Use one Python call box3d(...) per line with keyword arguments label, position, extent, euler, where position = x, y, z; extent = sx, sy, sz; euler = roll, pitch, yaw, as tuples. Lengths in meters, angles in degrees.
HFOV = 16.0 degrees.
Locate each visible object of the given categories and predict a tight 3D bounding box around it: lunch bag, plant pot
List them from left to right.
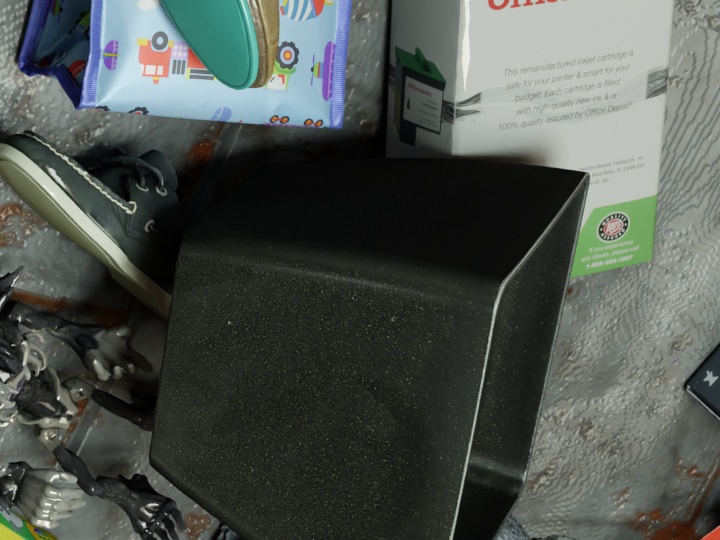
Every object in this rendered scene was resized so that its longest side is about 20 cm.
box3d(label="lunch bag", position=(-0.076, -0.183, 1.305), extent=(0.150, 0.094, 0.201), euler=(3, 106, -30))
box3d(label="plant pot", position=(-0.001, 0.046, 1.346), extent=(0.200, 0.176, 0.201), euler=(-46, 148, -63))

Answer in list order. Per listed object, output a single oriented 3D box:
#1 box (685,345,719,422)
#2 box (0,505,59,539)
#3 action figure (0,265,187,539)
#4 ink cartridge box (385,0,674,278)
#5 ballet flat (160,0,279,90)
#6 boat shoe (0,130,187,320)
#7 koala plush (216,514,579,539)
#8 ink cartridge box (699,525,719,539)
box3d(label="box", position=(0.358, 0.076, 1.699), extent=(0.200, 0.124, 0.196), euler=(-49, 129, 2))
box3d(label="box", position=(-0.257, 0.160, 1.408), extent=(0.117, 0.048, 0.200), euler=(-49, 129, 1))
box3d(label="action figure", position=(-0.162, 0.076, 1.383), extent=(0.200, 0.102, 0.119), euler=(31, 83, -40))
box3d(label="ink cartridge box", position=(0.094, -0.097, 1.447), extent=(0.145, 0.084, 0.201), euler=(-11, 117, -27))
box3d(label="ballet flat", position=(-0.085, -0.186, 1.236), extent=(0.072, 0.068, 0.201), euler=(-46, 109, -37))
box3d(label="boat shoe", position=(-0.120, -0.031, 1.365), extent=(0.066, 0.074, 0.199), euler=(-53, 134, -8))
box3d(label="koala plush", position=(0.036, 0.158, 1.491), extent=(0.176, 0.200, 0.185), euler=(0, 117, -31))
box3d(label="ink cartridge box", position=(0.250, 0.256, 1.759), extent=(0.162, 0.057, 0.200), euler=(-34, 146, -11))
